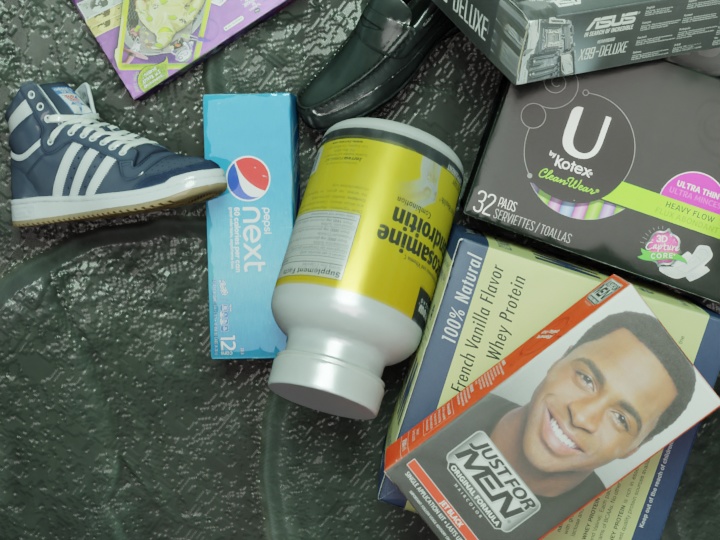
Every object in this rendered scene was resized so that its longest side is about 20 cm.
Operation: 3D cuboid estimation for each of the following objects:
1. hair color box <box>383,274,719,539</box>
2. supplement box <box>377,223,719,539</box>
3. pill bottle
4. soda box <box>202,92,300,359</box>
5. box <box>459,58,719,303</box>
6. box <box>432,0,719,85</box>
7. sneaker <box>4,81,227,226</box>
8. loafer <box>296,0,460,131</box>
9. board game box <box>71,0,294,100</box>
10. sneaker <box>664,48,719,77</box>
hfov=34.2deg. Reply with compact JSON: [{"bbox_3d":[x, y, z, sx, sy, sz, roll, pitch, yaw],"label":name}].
[{"bbox_3d":[0.123,0.104,0.774,0.200,0.061,0.102,-39,93,5],"label":"hair color box"},{"bbox_3d":[0.135,0.091,0.871,0.199,0.134,0.201,17,97,0],"label":"supplement box"},{"bbox_3d":[0.000,0.000,0.847,0.112,0.112,0.201,16,73,1],"label":"pill bottle"},{"bbox_3d":[-0.081,-0.035,0.902,0.068,0.064,0.201,-1,97,3],"label":"soda box"},{"bbox_3d":[0.190,-0.080,0.856,0.199,0.124,0.149,19,97,2],"label":"box"},{"bbox_3d":[0.149,-0.200,0.788,0.199,0.158,0.050,-13,136,-23],"label":"box"},{"bbox_3d":[-0.190,-0.094,0.872,0.200,0.070,0.109,-5,93,31],"label":"sneaker"},{"bbox_3d":[0.026,-0.185,0.872,0.200,0.068,0.070,-40,132,3],"label":"loafer"},{"bbox_3d":[-0.122,-0.234,0.901,0.200,0.032,0.120,-31,90,6],"label":"board game box"},{"bbox_3d":[0.260,-0.241,0.862,0.086,0.075,0.201,5,96,8],"label":"sneaker"}]
